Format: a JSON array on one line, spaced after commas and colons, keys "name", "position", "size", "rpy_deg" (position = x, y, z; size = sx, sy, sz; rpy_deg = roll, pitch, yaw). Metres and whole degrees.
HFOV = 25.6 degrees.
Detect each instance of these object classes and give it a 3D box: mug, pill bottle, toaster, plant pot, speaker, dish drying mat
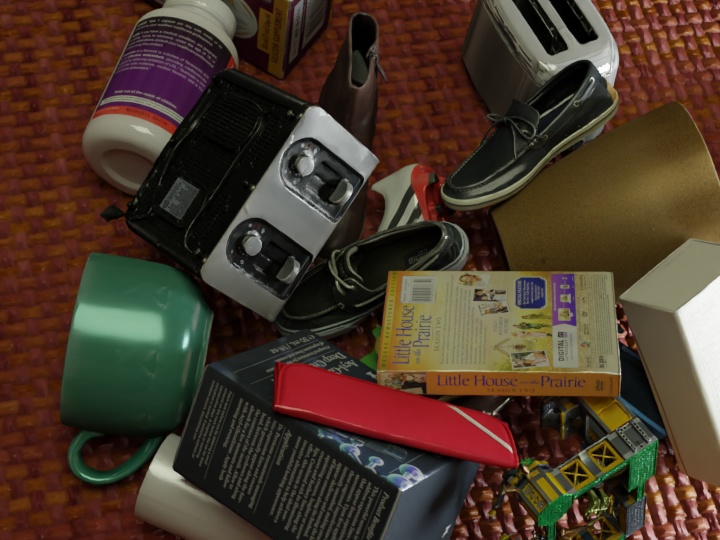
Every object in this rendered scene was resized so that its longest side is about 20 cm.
[{"name": "mug", "position": [-0.194, 0.081, 1.393], "size": [0.114, 0.185, 0.152], "rpy_deg": [9, 35, -4]}, {"name": "pill bottle", "position": [-0.188, -0.176, 1.550], "size": [0.112, 0.113, 0.200], "rpy_deg": [17, 60, 3]}, {"name": "toaster", "position": [0.180, -0.224, 1.613], "size": [0.113, 0.129, 0.200], "rpy_deg": [-19, 64, -18]}, {"name": "plant pot", "position": [0.228, -0.044, 1.501], "size": [0.199, 0.187, 0.187], "rpy_deg": [-16, 62, 1]}, {"name": "speaker", "position": [-0.090, 0.213, 1.355], "size": [0.199, 0.081, 0.081], "rpy_deg": [22, 60, 7]}, {"name": "dish drying mat", "position": [0.027, 0.115, 1.265], "size": [0.199, 0.018, 0.077], "rpy_deg": [16, 23, -9]}, {"name": "toaster", "position": [-0.105, -0.071, 1.418], "size": [0.181, 0.119, 0.200], "rpy_deg": [-56, 38, -3]}]

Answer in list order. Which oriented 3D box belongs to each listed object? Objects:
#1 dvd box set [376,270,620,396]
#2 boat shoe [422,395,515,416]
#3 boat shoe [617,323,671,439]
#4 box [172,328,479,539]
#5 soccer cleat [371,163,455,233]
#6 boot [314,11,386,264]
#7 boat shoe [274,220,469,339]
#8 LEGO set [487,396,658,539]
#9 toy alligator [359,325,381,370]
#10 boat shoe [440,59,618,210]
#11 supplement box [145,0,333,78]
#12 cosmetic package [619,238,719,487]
[{"name": "dvd box set", "position": [0.117, 0.052, 1.345], "size": [0.199, 0.029, 0.147], "rpy_deg": [0, 34, 5]}, {"name": "boat shoe", "position": [0.079, 0.135, 1.434], "size": [0.200, 0.070, 0.071], "rpy_deg": [-29, 105, -18]}, {"name": "boat shoe", "position": [0.215, 0.075, 1.470], "size": [0.200, 0.084, 0.069], "rpy_deg": [41, 71, -10]}, {"name": "box", "position": [-0.025, 0.152, 1.303], "size": [0.200, 0.107, 0.148], "rpy_deg": [31, 24, 23]}, {"name": "soccer cleat", "position": [0.050, -0.003, 1.511], "size": [0.085, 0.069, 0.201], "rpy_deg": [-12, 74, 33]}, {"name": "boot", "position": [-0.020, -0.123, 1.508], "size": [0.072, 0.167, 0.201], "rpy_deg": [8, 59, -2]}, {"name": "boat shoe", "position": [0.000, 0.000, 1.452], "size": [0.200, 0.071, 0.072], "rpy_deg": [-28, 63, 13]}, {"name": "LEGO set", "position": [0.168, 0.171, 1.353], "size": [0.154, 0.200, 0.116], "rpy_deg": [-35, 57, -8]}, {"name": "toy alligator", "position": [0.078, 0.055, 1.425], "size": [0.199, 0.059, 0.054], "rpy_deg": [-16, 60, 14]}, {"name": "boat shoe", "position": [0.153, -0.128, 1.492], "size": [0.200, 0.062, 0.075], "rpy_deg": [-36, 35, -8]}, {"name": "supplement box", "position": [-0.131, -0.311, 1.625], "size": [0.200, 0.131, 0.103], "rpy_deg": [30, 61, 12]}, {"name": "cosmetic package", "position": [0.315, 0.085, 1.411], "size": [0.103, 0.200, 0.073], "rpy_deg": [-35, 26, -25]}]
